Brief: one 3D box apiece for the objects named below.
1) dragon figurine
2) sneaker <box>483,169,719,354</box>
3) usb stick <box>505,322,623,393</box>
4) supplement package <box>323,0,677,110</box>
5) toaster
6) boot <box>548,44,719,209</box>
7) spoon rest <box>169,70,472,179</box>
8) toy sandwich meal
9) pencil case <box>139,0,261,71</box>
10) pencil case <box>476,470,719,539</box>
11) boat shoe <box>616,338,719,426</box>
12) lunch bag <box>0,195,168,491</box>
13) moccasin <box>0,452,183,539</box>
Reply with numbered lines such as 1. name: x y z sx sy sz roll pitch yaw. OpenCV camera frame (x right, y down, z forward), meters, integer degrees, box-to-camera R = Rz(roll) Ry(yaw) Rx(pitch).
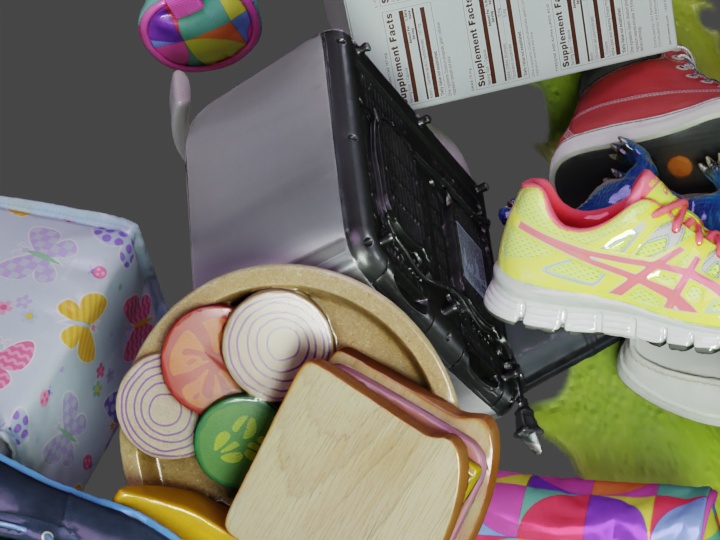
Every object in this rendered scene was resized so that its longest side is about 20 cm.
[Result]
1. dragon figurine: 0.178 -0.016 1.383 0.198 0.059 0.100 15 55 5
2. sneaker: 0.167 -0.007 1.296 0.198 0.091 0.078 6 9 8
3. usb stick: 0.158 0.011 1.426 0.199 0.033 0.055 -27 47 -15
4. supplement package: 0.074 -0.213 1.523 0.198 0.148 0.192 -13 26 -2
5. toaster: 0.000 0.000 1.350 0.118 0.181 0.201 -26 46 20
6. boot: 0.220 -0.103 1.468 0.198 0.073 0.145 -6 34 22
7. spoon rest: -0.026 -0.072 1.491 0.198 0.061 0.100 12 33 -14
8. toy sandwich meal: -0.035 0.096 1.222 0.203 0.207 0.070 4 9 12
9. pencil case: -0.116 -0.227 1.632 0.088 0.089 0.201 -11 49 -1
10. pencil case: 0.093 0.149 1.284 0.198 0.089 0.089 1 49 11
11. boat shoe: 0.242 0.048 1.356 0.198 0.070 0.071 8 50 15
12. lunch bag: -0.236 0.044 1.399 0.198 0.128 0.170 11 52 26
13. moccasin: -0.160 0.152 1.220 0.199 0.081 0.068 22 47 10
